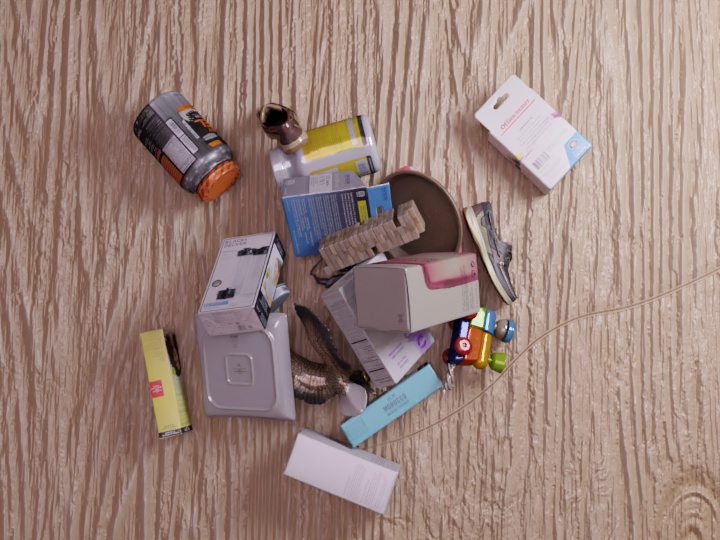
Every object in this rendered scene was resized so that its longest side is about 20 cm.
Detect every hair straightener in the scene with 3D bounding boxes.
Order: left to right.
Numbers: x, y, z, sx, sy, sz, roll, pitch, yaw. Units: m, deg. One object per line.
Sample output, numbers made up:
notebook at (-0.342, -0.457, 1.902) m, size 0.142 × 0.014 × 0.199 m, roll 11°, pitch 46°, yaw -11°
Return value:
hair straightener at (0.000, 0.000, 1.671) m, size 0.197 × 0.041 × 0.078 m, roll 3°, pitch 85°, yaw 10°

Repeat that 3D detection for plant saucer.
plant saucer at (0.108, -0.092, 1.616) m, size 0.198 × 0.029 × 0.202 m, roll 19°, pitch 122°, yaw 32°

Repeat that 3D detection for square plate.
square plate at (-0.218, 0.178, 1.600) m, size 0.198 × 0.028 × 0.201 m, roll -1°, pitch 98°, yaw 23°

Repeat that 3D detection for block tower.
block tower at (0.016, -0.060, 1.586) m, size 0.198 × 0.054 × 0.058 m, roll -24°, pitch 114°, yaw 17°

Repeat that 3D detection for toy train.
toy train at (0.213, 0.163, 1.591) m, size 0.114 × 0.085 × 0.202 m, roll 16°, pitch 65°, yaw -7°

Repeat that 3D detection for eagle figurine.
eagle figurine at (-0.068, 0.172, 1.604) m, size 0.199 × 0.150 × 0.153 m, roll 28°, pitch 69°, yaw -23°

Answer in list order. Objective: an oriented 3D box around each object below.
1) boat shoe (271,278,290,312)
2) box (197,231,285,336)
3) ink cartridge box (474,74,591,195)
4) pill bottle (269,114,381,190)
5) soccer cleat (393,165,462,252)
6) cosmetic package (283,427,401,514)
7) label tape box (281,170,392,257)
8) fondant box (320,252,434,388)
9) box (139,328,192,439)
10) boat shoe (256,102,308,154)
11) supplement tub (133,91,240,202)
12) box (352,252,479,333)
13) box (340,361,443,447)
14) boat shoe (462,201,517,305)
boat shoe at (-0.227, 0.082, 1.663) m, size 0.199 × 0.074 × 0.068 m, roll -43°, pitch 75°, yaw 8°
box at (-0.216, 0.022, 1.606) m, size 0.115 × 0.061 × 0.201 m, roll -7°, pitch 42°, yaw 18°
ink cartridge box at (0.320, -0.256, 1.642) m, size 0.200 × 0.068 × 0.115 m, roll 45°, pitch 90°, yaw 7°
pill bottle at (-0.067, -0.217, 1.653) m, size 0.198 × 0.112 × 0.113 m, roll -15°, pitch 84°, yaw 4°
soccer cleat at (0.121, -0.106, 1.657) m, size 0.076 × 0.067 × 0.201 m, roll -35°, pitch 84°, yaw 22°
cosmetic package at (-0.031, 0.366, 1.605) m, size 0.198 × 0.108 × 0.086 m, roll 19°, pitch 88°, yaw 8°
label tape box at (-0.038, -0.108, 1.628) m, size 0.197 × 0.144 × 0.067 m, roll -8°, pitch 40°, yaw 3°
fondant box at (0.034, 0.088, 1.580) m, size 0.058 × 0.144 × 0.201 m, roll -20°, pitch 105°, yaw 45°
box at (-0.370, 0.215, 1.666) m, size 0.049 × 0.075 × 0.203 m, roll -12°, pitch 85°, yaw 5°
boat shoe at (-0.156, -0.285, 1.632) m, size 0.072 × 0.200 × 0.072 m, roll -35°, pitch 124°, yaw 2°
supplement tub at (-0.330, -0.235, 1.674) m, size 0.122 × 0.123 × 0.200 m, roll -43°, pitch 84°, yaw 1°
box at (0.099, 0.034, 1.515) m, size 0.127 × 0.199 × 0.111 m, roll 2°, pitch 99°, yaw 43°
box at (0.058, 0.247, 1.618) m, size 0.199 × 0.082 × 0.049 m, roll -35°, pitch 87°, yaw 2°
boat shoe at (0.254, -0.036, 1.628) m, size 0.064 × 0.073 × 0.202 m, roll -24°, pitch 83°, yaw 8°
